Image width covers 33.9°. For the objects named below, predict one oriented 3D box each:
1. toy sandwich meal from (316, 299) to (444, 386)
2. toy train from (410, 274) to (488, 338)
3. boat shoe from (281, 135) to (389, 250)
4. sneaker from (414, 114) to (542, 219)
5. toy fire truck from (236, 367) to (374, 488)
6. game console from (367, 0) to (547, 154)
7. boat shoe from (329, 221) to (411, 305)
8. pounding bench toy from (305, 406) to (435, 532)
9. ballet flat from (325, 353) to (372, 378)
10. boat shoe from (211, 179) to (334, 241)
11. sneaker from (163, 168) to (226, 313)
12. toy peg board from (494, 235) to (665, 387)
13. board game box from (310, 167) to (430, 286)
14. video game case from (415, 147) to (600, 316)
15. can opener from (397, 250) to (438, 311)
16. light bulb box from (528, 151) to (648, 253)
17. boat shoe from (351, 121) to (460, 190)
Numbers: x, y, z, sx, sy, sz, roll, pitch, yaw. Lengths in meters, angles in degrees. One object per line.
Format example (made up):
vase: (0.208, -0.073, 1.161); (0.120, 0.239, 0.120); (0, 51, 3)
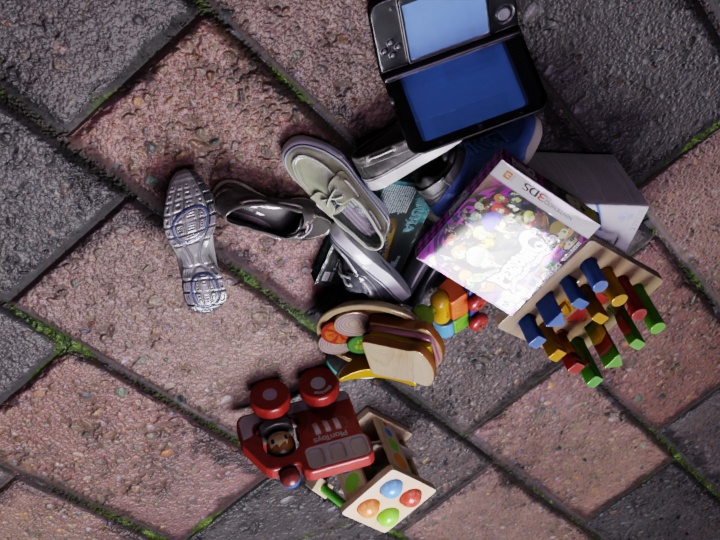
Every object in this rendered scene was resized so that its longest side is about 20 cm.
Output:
toy sandwich meal: (0.027, 0.118, 1.766); (0.201, 0.071, 0.206); (8, 147, 5)
toy train: (0.124, 0.043, 1.778); (0.115, 0.085, 0.201); (-34, 154, -11)
boat shoe: (-0.028, -0.106, 1.616); (0.072, 0.062, 0.199); (-39, 119, 23)
sneaker: (0.160, -0.165, 1.659); (0.200, 0.077, 0.111); (-45, 121, 5)
toy fire truck: (-0.091, 0.262, 1.880); (0.197, 0.169, 0.113); (-13, 135, -12)
game console: (0.127, -0.276, 1.514); (0.197, 0.117, 0.177); (-20, 136, -6)
boat shoe: (0.000, 0.000, 1.711); (0.067, 0.072, 0.200); (-36, 141, 9)
pounding bench toy: (0.005, 0.372, 2.034); (0.200, 0.157, 0.124); (-42, 134, 18)
ballet flat: (0.041, 0.141, 1.898); (0.196, 0.069, 0.069); (-10, 139, -15)
boat shoe: (-0.116, -0.070, 1.641); (0.198, 0.057, 0.067); (15, 124, -33)
sneaker: (-0.231, -0.044, 1.607); (0.073, 0.087, 0.203); (-9, 115, -12)
toy peg board: (0.344, 0.073, 1.771); (0.198, 0.099, 0.200); (23, 122, -40)
board game box: (0.022, -0.059, 1.732); (0.133, 0.028, 0.202); (6, 127, -28)
video game case: (0.205, -0.049, 1.653); (0.180, 0.036, 0.200); (31, 122, -18)
can opener: (0.067, 0.030, 1.818); (0.052, 0.067, 0.201); (16, 114, -41)
light bulb box: (0.290, -0.063, 1.778); (0.197, 0.126, 0.200); (-1, 132, -24)
boat shoe: (0.080, -0.188, 1.606); (0.199, 0.071, 0.064); (-35, 122, -1)
